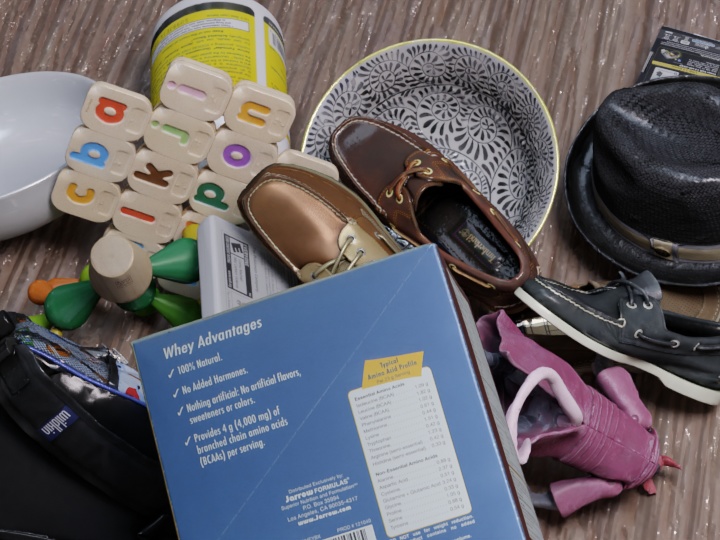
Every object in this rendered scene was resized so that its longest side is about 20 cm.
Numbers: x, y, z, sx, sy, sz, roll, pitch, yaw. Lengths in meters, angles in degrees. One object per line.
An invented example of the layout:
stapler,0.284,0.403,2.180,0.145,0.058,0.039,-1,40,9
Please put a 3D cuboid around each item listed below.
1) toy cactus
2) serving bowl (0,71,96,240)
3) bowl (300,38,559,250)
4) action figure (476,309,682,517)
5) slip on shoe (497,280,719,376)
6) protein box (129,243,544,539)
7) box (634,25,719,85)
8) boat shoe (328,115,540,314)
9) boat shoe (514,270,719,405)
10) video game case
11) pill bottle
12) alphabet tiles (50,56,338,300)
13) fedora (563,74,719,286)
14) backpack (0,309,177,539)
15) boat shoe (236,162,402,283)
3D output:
toy cactus,-0.172,0.018,1.395,0.199,0.165,0.103,-11,76,-1
serving bowl,-0.285,-0.079,1.514,0.199,0.066,0.200,-10,34,7
bowl,0.057,-0.070,1.488,0.200,0.094,0.201,-2,77,8
action figure,0.154,0.101,1.320,0.200,0.149,0.134,26,77,-24
slip on shoe,0.184,0.036,1.439,0.199,0.061,0.076,-11,51,-9
protein box,-0.008,0.120,1.155,0.198,0.135,0.201,-19,71,6
box,0.318,-0.113,1.573,0.199,0.049,0.161,17,50,14
boat shoe,0.053,-0.050,1.398,0.200,0.070,0.070,39,86,17
boat shoe,0.200,0.034,1.370,0.199,0.066,0.075,26,12,-25
video game case,-0.037,0.072,1.364,0.182,0.023,0.200,26,40,-33
pill bottle,-0.113,-0.119,1.533,0.112,0.113,0.200,-3,50,-3
alphabet tiles,-0.124,-0.065,1.424,0.195,0.200,0.015,18,37,-12
fedora,0.245,-0.087,1.439,0.200,0.092,0.201,-8,62,14
backpack,-0.197,0.138,1.278,0.190,0.200,0.154,28,14,-7
boat shoe,0.000,0.000,1.370,0.076,0.200,0.074,-49,17,8
